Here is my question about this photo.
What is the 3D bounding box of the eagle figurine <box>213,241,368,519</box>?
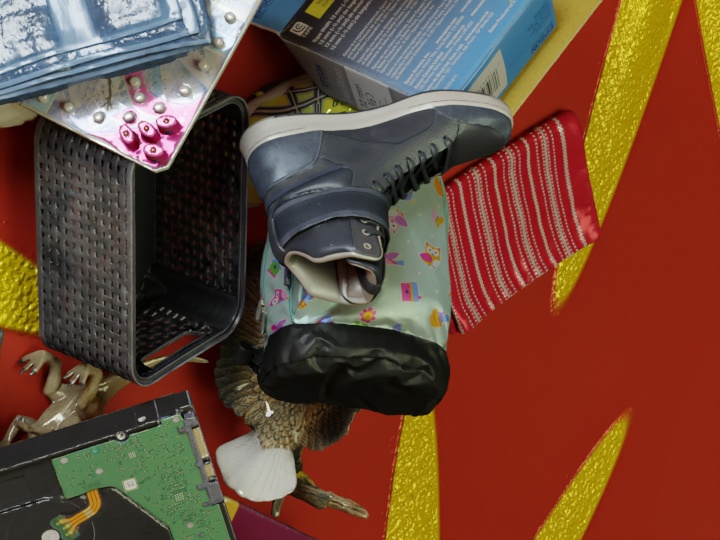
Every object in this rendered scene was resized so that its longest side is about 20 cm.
[{"bbox_3d":[-0.048,0.089,1.689,0.152,0.151,0.200,6,110,-35],"label":"eagle figurine"}]

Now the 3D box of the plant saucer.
[{"bbox_3d":[0.112,-0.191,1.721,0.048,0.200,0.200,43,71,-14],"label":"plant saucer"}]

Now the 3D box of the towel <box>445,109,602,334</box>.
[{"bbox_3d":[0.141,-0.045,1.898,0.200,0.022,0.145,-33,124,-32],"label":"towel"}]

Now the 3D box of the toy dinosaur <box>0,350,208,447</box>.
[{"bbox_3d":[-0.217,0.101,1.586,0.200,0.058,0.101,-43,145,-16],"label":"toy dinosaur"}]

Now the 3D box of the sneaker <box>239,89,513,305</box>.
[{"bbox_3d":[0.027,-0.050,1.494,0.202,0.146,0.077,-11,146,-10],"label":"sneaker"}]

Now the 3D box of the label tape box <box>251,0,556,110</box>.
[{"bbox_3d":[0.030,-0.195,1.627,0.143,0.200,0.066,-53,149,-19],"label":"label tape box"}]

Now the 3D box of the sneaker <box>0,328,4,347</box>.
[{"bbox_3d":[-0.332,0.090,1.442,0.200,0.073,0.082,-13,114,-40],"label":"sneaker"}]

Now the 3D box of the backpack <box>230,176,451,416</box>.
[{"bbox_3d":[0.000,0.000,1.586,0.167,0.127,0.200,12,63,-25],"label":"backpack"}]

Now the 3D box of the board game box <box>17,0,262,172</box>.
[{"bbox_3d":[-0.175,-0.197,1.426,0.200,0.200,0.026,-62,173,-10],"label":"board game box"}]

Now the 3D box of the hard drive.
[{"bbox_3d":[-0.203,0.180,1.547,0.200,0.038,0.140,-18,119,-3],"label":"hard drive"}]

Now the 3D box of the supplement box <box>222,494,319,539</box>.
[{"bbox_3d":[-0.107,0.257,1.697,0.200,0.103,0.131,32,80,-46],"label":"supplement box"}]

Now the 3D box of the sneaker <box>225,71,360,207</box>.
[{"bbox_3d":[-0.030,-0.123,1.664,0.200,0.076,0.075,-45,132,-21],"label":"sneaker"}]

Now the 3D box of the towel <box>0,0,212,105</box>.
[{"bbox_3d":[-0.205,-0.175,1.385,0.049,0.200,0.112,76,-1,-77],"label":"towel"}]

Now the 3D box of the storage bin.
[{"bbox_3d":[-0.159,-0.034,1.523,0.135,0.094,0.200,-33,135,-48],"label":"storage bin"}]

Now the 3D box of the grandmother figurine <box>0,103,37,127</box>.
[{"bbox_3d":[-0.205,-0.174,1.492,0.200,0.061,0.121,-46,130,-20],"label":"grandmother figurine"}]
